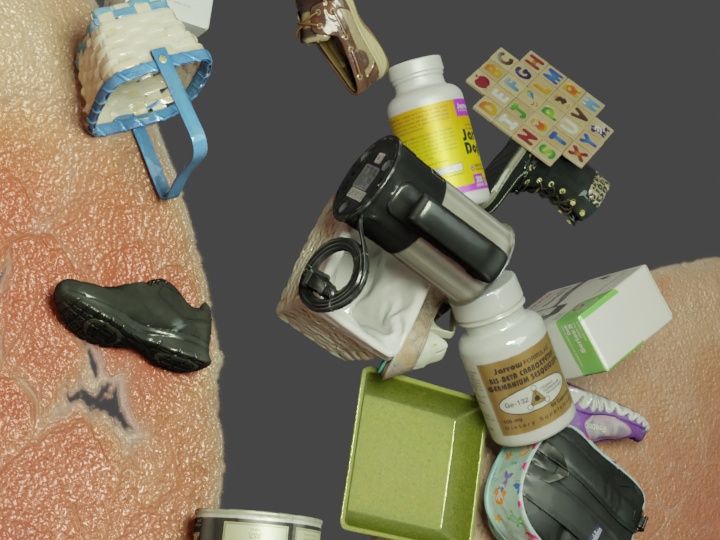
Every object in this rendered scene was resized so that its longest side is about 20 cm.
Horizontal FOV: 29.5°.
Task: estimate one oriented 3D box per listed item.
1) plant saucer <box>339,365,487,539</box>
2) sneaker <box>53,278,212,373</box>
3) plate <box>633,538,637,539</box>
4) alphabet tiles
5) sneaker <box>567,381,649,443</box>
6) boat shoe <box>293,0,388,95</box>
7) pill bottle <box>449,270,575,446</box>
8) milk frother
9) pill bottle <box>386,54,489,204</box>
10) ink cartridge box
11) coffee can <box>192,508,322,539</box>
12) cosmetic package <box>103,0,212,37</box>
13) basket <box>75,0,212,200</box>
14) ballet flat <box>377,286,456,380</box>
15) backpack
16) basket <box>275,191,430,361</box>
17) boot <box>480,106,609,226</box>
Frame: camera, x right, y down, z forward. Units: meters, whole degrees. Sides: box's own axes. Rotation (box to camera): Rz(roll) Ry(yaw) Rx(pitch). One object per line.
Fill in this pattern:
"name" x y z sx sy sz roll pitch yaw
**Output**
"plant saucer" 0.059 0.240 1.709 0.199 0.048 0.201 18 71 -30
"sneaker" -0.252 0.046 1.535 0.200 0.076 0.091 27 57 -34
"plate" 0.348 0.464 1.872 0.199 0.026 0.201 6 79 -32
"alphabet tiles" 0.247 -0.226 1.884 0.200 0.006 0.166 38 51 9
"sneaker" 0.312 0.211 1.869 0.200 0.080 0.089 22 89 -37
"boat shoe" -0.045 -0.311 1.733 0.072 0.072 0.200 -46 111 -30
"pill bottle" 0.186 0.108 1.712 0.114 0.114 0.201 -31 106 -33
"milk frother" 0.050 -0.013 1.567 0.188 0.181 0.200 36 106 -22
"pill bottle" 0.095 -0.173 1.776 0.104 0.104 0.201 -15 90 -34
"ink cartridge box" 0.283 0.078 1.797 0.145 0.200 0.084 -33 97 -33
"coffee can" -0.121 0.370 1.506 0.146 0.146 0.201 14 74 -31
"cosmetic package" -0.228 -0.379 1.616 0.112 0.081 0.201 14 75 -29
"basket" -0.232 -0.192 1.522 0.139 0.176 0.201 -16 81 -26
"ballet flat" 0.082 0.074 1.709 0.067 0.068 0.200 28 44 1
"backpack" 0.251 0.298 1.762 0.200 0.150 0.178 46 58 -25
"basket" 0.000 0.000 1.670 0.135 0.123 0.201 36 63 -23
"boot" 0.253 -0.113 1.883 0.154 0.073 0.204 45 56 -12
